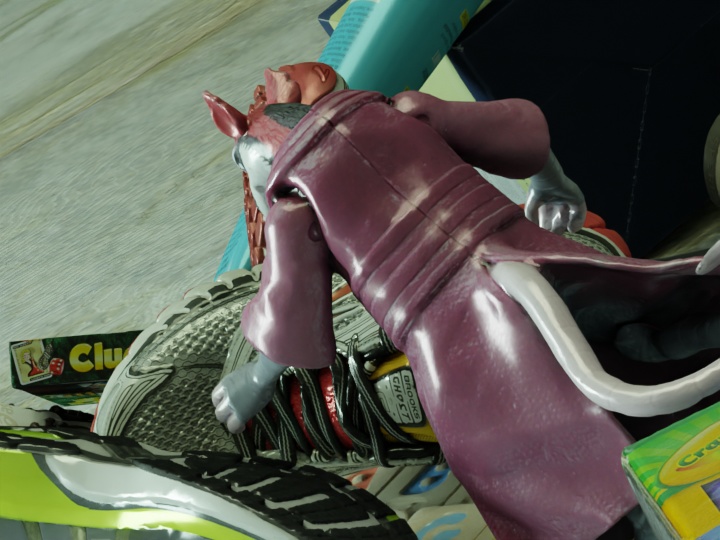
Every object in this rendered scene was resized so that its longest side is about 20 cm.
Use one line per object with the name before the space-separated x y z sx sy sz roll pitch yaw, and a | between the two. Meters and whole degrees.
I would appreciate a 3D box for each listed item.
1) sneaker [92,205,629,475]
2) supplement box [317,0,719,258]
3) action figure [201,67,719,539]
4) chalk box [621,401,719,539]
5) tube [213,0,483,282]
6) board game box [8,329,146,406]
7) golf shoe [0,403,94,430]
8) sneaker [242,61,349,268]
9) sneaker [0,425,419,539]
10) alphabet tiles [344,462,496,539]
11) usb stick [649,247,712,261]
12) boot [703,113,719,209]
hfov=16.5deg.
sneaker | 0.000 0.032 0.851 0.199 0.078 0.082 -21 14 5
supplement box | 0.118 -0.123 1.187 0.200 0.134 0.200 -40 19 -10
action figure | 0.023 0.004 0.734 0.134 0.200 0.149 -47 -16 -11
chalk box | 0.151 0.084 0.597 0.123 0.125 0.200 -26 18 1
tube | -0.010 -0.063 1.043 0.200 0.050 0.077 -57 -2 -12
board game box | -0.090 0.042 1.080 0.104 0.024 0.200 -7 -5 -3
golf shoe | -0.112 0.086 1.037 0.200 0.095 0.078 -31 16 -19
sneaker | 0.000 0.000 0.961 0.082 0.201 0.078 -10 43 1
sneaker | -0.064 0.099 0.795 0.199 0.081 0.074 8 5 35
alphabet tiles | -0.018 0.111 0.820 0.199 0.015 0.196 -10 23 45
usb stick | 0.066 0.029 0.928 0.199 0.056 0.033 -11 32 -3
boot | 0.245 -0.040 0.913 0.199 0.074 0.151 -12 24 -16
